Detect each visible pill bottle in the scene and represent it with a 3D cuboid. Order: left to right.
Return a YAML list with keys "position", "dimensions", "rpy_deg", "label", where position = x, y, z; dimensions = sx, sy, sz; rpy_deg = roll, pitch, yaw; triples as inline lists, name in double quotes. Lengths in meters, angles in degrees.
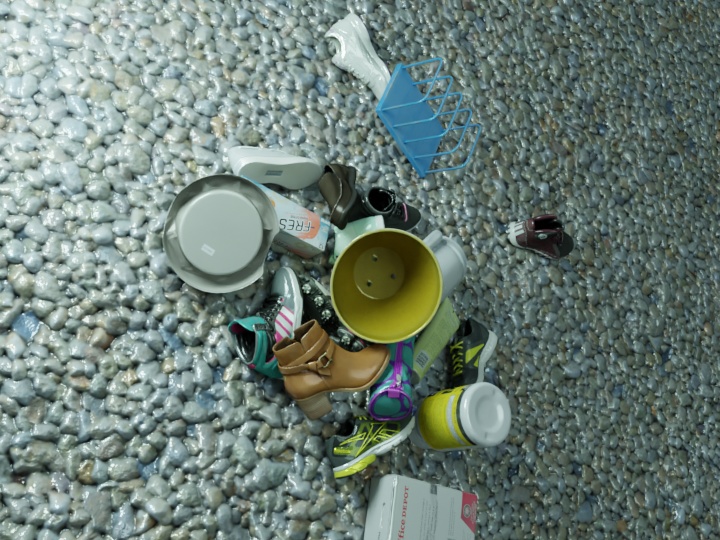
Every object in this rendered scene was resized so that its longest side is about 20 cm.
- position: [0.176, 0.278, 1.541]
  dimensions: [0.113, 0.199, 0.116]
  rpy_deg: [10, 70, -31]
  label: "pill bottle"

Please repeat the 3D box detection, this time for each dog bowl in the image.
- position: [-0.239, -0.067, 1.403]
  dimensions: [0.197, 0.059, 0.203]
  rpy_deg: [-4, 104, -17]
  label: "dog bowl"

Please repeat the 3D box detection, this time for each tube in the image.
- position: [0.144, 0.143, 1.658]
  dimensions: [0.052, 0.058, 0.200]
  rpy_deg: [30, 52, 13]
  label: "tube"

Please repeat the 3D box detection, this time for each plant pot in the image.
- position: [0.040, 0.015, 1.496]
  dimensions: [0.197, 0.142, 0.203]
  rpy_deg: [-1, 101, -5]
  label: "plant pot"

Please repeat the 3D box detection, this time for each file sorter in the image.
- position: [0.148, -0.317, 1.716]
  dimensions: [0.200, 0.121, 0.140]
  rpy_deg: [50, 52, -38]
  label: "file sorter"

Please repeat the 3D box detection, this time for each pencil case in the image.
- position: [0.061, 0.180, 1.521]
  dimensions: [0.084, 0.093, 0.201]
  rpy_deg: [18, 38, -10]
  label: "pencil case"

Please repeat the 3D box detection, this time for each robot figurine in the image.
- position: [0.140, 0.006, 1.649]
  dimensions: [0.200, 0.112, 0.171]
  rpy_deg: [-43, 143, -41]
  label: "robot figurine"

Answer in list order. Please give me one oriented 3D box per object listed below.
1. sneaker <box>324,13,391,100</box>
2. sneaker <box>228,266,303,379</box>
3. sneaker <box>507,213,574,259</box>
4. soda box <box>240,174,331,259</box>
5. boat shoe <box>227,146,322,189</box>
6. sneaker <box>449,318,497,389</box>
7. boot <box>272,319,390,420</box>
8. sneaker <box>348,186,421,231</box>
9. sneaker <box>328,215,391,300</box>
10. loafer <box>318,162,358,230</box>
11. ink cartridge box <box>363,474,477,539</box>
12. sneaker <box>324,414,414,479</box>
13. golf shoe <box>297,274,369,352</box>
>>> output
- position: [-0.003, -0.429, 1.730]
  dimensions: [0.099, 0.075, 0.202]
  rpy_deg: [-32, 98, -13]
  label: "sneaker"
- position: [-0.170, 0.085, 1.442]
  dimensions: [0.120, 0.083, 0.203]
  rpy_deg: [14, 69, -40]
  label: "sneaker"
- position: [0.441, -0.079, 1.883]
  dimensions: [0.198, 0.115, 0.077]
  rpy_deg: [8, 71, -32]
  label: "sneaker"
- position: [-0.154, -0.094, 1.510]
  dimensions: [0.198, 0.068, 0.064]
  rpy_deg: [26, 63, -26]
  label: "soda box"
- position: [-0.161, -0.198, 1.544]
  dimensions: [0.198, 0.072, 0.069]
  rpy_deg: [-7, 52, -39]
  label: "boat shoe"
- position: [0.209, 0.183, 1.678]
  dimensions: [0.084, 0.074, 0.201]
  rpy_deg: [42, 48, -14]
  label: "sneaker"
- position: [-0.050, 0.145, 1.436]
  dimensions: [0.199, 0.077, 0.157]
  rpy_deg: [-32, 114, -13]
  label: "boot"
- position: [0.063, -0.119, 1.648]
  dimensions: [0.198, 0.099, 0.072]
  rpy_deg: [1, 73, -35]
  label: "sneaker"
- position: [0.000, 0.000, 1.603]
  dimensions: [0.116, 0.074, 0.203]
  rpy_deg: [-8, 103, 3]
  label: "sneaker"
- position: [-0.049, -0.144, 1.569]
  dimensions: [0.070, 0.074, 0.201]
  rpy_deg: [18, 28, -11]
  label: "loafer"
- position: [0.110, 0.466, 1.510]
  dimensions: [0.198, 0.084, 0.148]
  rpy_deg: [22, 64, -29]
  label: "ink cartridge box"
- position: [0.019, 0.293, 1.498]
  dimensions: [0.199, 0.074, 0.085]
  rpy_deg: [-31, 93, -36]
  label: "sneaker"
- position: [-0.056, 0.081, 1.533]
  dimensions: [0.201, 0.077, 0.088]
  rpy_deg: [53, 34, -16]
  label: "golf shoe"
